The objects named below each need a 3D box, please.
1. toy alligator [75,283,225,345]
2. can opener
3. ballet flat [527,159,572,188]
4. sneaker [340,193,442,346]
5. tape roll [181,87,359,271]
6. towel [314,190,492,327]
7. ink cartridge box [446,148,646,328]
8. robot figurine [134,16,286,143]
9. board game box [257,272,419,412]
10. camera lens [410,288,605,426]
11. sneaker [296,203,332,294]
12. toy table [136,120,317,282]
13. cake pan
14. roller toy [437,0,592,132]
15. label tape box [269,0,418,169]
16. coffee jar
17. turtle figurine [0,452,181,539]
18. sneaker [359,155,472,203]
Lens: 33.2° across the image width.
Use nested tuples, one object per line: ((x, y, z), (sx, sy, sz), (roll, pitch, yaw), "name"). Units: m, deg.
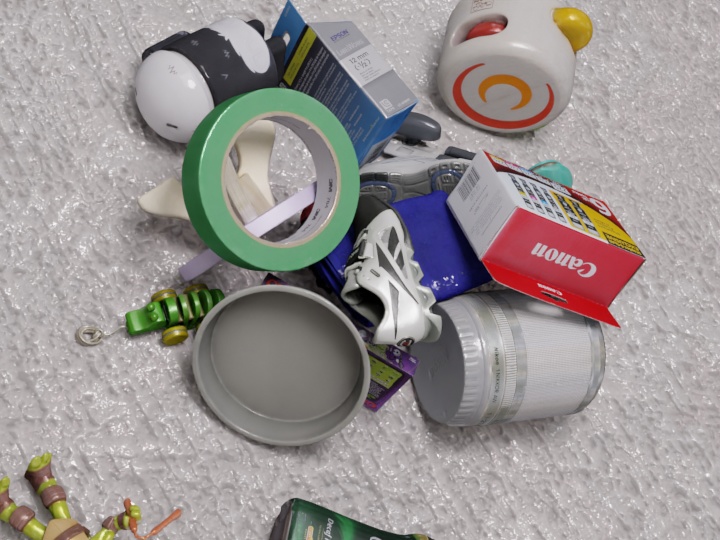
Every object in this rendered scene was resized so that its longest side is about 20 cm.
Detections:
((-0.223, 0.050, 1.381), (0.200, 0.054, 0.059), (-11, 69, -26), "toy alligator")
((0.121, -0.154, 1.579), (0.200, 0.067, 0.053), (19, 38, 23), "can opener")
((0.244, -0.082, 1.560), (0.067, 0.200, 0.070), (-15, 76, 2), "ballet flat")
((0.014, -0.004, 1.334), (0.088, 0.074, 0.200), (-9, 54, -22), "sneaker")
((-0.096, -0.099, 1.333), (0.200, 0.048, 0.201), (0, 89, -32), "tape roll")
((0.051, -0.013, 1.431), (0.200, 0.050, 0.148), (-20, 59, -27), "towel")
((0.225, -0.036, 1.420), (0.200, 0.084, 0.176), (19, 28, -28), "ink cartridge box")
((-0.185, -0.237, 1.504), (0.200, 0.150, 0.125), (-35, 114, -32), "robot figurine")
((-0.042, 0.086, 1.397), (0.200, 0.120, 0.032), (31, 52, -6), "board game box")
((0.180, 0.102, 1.453), (0.200, 0.160, 0.160), (-4, 66, -23), "camera lens")
((0.000, 0.000, 1.486), (0.200, 0.071, 0.098), (32, 57, -2), "sneaker")
((-0.151, -0.087, 1.419), (0.200, 0.184, 0.117), (-35, 95, -25), "toy table")
((-0.086, 0.101, 1.344), (0.200, 0.200, 0.037), (30, 25, -5), "cake pan")
((0.203, -0.293, 1.645), (0.182, 0.200, 0.140), (17, 59, -7), "roller toy")
((-0.032, -0.244, 1.553), (0.066, 0.143, 0.200), (-32, 80, -31), "label tape box")
((0.000, 0.323, 1.314), (0.200, 0.085, 0.104), (18, 59, -13), "coffee jar")
((-0.298, 0.267, 1.237), (0.200, 0.064, 0.161), (-35, 74, -23), "turtle figurine")
((0.082, -0.121, 1.540), (0.200, 0.075, 0.087), (1, 30, 7), "sneaker")
